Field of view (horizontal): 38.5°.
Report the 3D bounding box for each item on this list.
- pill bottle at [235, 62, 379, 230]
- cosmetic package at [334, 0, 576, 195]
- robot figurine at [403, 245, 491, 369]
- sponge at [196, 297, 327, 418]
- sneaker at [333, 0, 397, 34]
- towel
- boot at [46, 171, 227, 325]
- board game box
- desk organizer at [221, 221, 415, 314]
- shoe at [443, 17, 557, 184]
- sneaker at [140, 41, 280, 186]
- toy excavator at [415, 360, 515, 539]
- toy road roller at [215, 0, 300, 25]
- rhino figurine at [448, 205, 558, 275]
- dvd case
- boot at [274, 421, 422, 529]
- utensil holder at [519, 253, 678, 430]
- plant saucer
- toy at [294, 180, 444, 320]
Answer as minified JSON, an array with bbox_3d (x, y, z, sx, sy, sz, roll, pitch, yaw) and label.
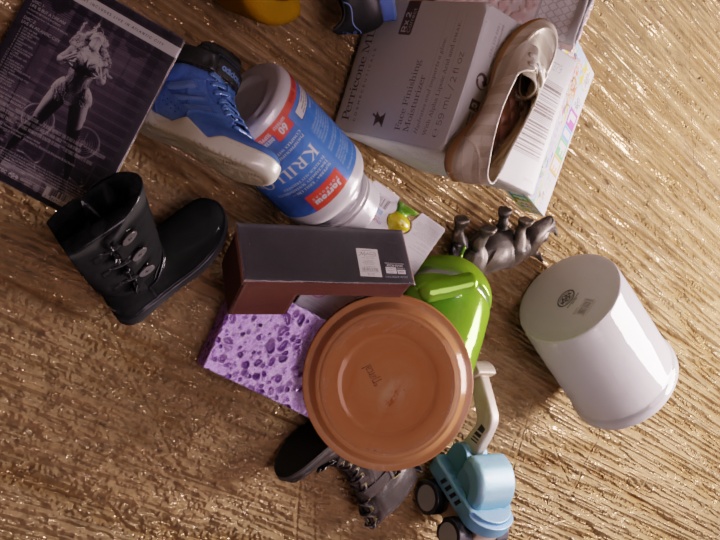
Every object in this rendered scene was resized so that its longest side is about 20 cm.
[{"bbox_3d":[-0.065,-0.121,1.126,0.200,0.112,0.113,42,76,-38],"label":"pill bottle"},{"bbox_3d":[0.105,-0.201,1.185,0.164,0.199,0.167,18,90,-41],"label":"cosmetic package"},{"bbox_3d":[0.097,0.068,1.273,0.176,0.114,0.202,109,2,-57],"label":"robot figurine"},{"bbox_3d":[-0.081,0.098,1.197,0.198,0.030,0.113,29,83,-26],"label":"sponge"},{"bbox_3d":[-0.022,-0.360,1.129,0.077,0.070,0.203,-17,99,1],"label":"sneaker"},{"bbox_3d":[0.206,-0.380,1.240,0.203,0.189,0.032,-67,162,-4],"label":"towel"},{"bbox_3d":[-0.206,-0.044,1.000,0.165,0.065,0.201,-51,161,-16],"label":"boot"},{"bbox_3d":[0.230,-0.185,1.285,0.134,0.034,0.203,31,77,-61],"label":"board game box"},{"bbox_3d":[-0.049,0.002,1.138,0.197,0.077,0.073,1,59,-24],"label":"desk organizer"},{"bbox_3d":[0.159,-0.173,1.069,0.070,0.053,0.202,39,77,-40],"label":"shoe"},{"bbox_3d":[-0.139,-0.163,1.006,0.112,0.198,0.077,-59,148,-9],"label":"sneaker"},{"bbox_3d":[0.158,0.252,1.401,0.099,0.195,0.201,7,126,-38],"label":"toy excavator"},{"bbox_3d":[-0.134,-0.307,1.022,0.199,0.122,0.148,-32,131,-29],"label":"toy road roller"},{"bbox_3d":[0.196,-0.038,1.390,0.198,0.060,0.089,-11,128,-37],"label":"rhino figurine"},{"bbox_3d":[-0.275,-0.164,0.969,0.147,0.016,0.202,27,85,-11],"label":"dvd case"},{"bbox_3d":[-0.006,0.256,1.302,0.199,0.069,0.176,-34,120,-30],"label":"boot"},{"bbox_3d":[0.338,0.100,1.476,0.171,0.169,0.200,-51,124,-16],"label":"utensil holder"},{"bbox_3d":[0.031,0.128,1.177,0.196,0.032,0.204,0,92,0],"label":"plant saucer"},{"bbox_3d":[0.000,0.000,1.244,0.114,0.047,0.201,31,100,-26],"label":"toy"}]
